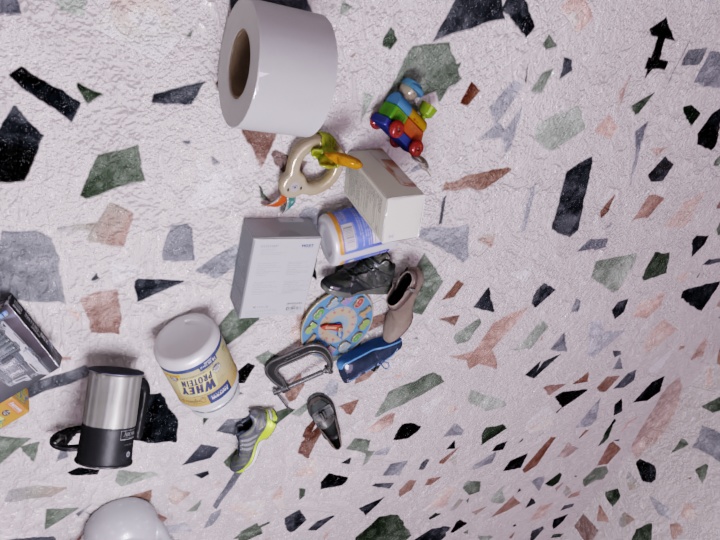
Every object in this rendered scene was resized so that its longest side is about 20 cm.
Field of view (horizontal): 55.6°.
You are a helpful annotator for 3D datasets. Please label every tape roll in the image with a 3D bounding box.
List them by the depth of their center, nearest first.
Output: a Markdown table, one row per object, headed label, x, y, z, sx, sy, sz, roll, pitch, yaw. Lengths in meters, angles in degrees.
| label | x | y | z | sx | sy | sz | roll | pitch | yaw |
| --- | --- | --- | --- | --- | --- | --- | --- | --- | --- |
| tape roll | -0.140 | -0.331 | 1.128 | 0.137 | 0.204 | 0.206 | 0 | 125 | -29 |

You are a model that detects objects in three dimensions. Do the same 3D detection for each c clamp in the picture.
| label | x | y | z | sx | sy | sz | roll | pitch | yaw |
| --- | --- | --- | --- | --- | --- | --- | --- | --- | --- |
| c clamp | -0.146 | 0.253 | 1.683 | 0.198 | 0.027 | 0.171 | -29 | 127 | 15 |

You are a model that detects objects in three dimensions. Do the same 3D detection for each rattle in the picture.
| label | x | y | z | sx | sy | sz | roll | pitch | yaw |
| --- | --- | --- | --- | --- | --- | --- | --- | --- | --- |
| rattle | -0.094 | -0.160 | 1.339 | 0.200 | 0.143 | 0.130 | -44 | 153 | 0 |

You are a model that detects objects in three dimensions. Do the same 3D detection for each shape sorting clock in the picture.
| label | x | y | z | sx | sy | sz | roll | pitch | yaw |
| --- | --- | --- | --- | --- | --- | --- | --- | --- | --- |
| shape sorting clock | -0.055 | 0.132 | 1.656 | 0.196 | 0.039 | 0.203 | -16 | 131 | -19 |

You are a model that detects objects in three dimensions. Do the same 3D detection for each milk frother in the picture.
| label | x | y | z | sx | sy | sz | roll | pitch | yaw |
| --- | --- | --- | --- | --- | --- | --- | --- | --- | --- |
| milk frother | -0.557 | 0.296 | 1.435 | 0.195 | 0.181 | 0.193 | 8 | 87 | -2 |

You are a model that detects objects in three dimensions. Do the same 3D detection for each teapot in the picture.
| label | x | y | z | sx | sy | sz | roll | pitch | yaw |
| --- | --- | --- | --- | --- | --- | --- | --- | --- | --- |
| teapot | -0.591 | 0.679 | 1.698 | 0.200 | 0.147 | 0.197 | -44 | 134 | 9 |

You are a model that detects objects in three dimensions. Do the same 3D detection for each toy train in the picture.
| label | x | y | z | sx | sy | sz | roll | pitch | yaw |
| --- | --- | --- | --- | --- | --- | --- | --- | --- | --- |
| toy train | 0.118 | -0.293 | 1.402 | 0.199 | 0.084 | 0.117 | 33 | 91 | -43 |

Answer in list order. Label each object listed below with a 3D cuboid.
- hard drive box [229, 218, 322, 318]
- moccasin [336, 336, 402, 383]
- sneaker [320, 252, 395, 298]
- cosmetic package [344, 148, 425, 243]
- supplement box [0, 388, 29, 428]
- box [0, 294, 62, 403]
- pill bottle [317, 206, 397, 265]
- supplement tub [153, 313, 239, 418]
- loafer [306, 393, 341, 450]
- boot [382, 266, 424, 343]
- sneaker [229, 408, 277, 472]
| label | x | y | z | sx | sy | sz | roll | pitch | yaw |
| --- | --- | --- | --- | --- | --- | --- | --- | --- | --- |
| hard drive box | -0.181 | -0.005 | 1.447 | 0.153 | 0.077 | 0.203 | -2 | 126 | -29 |
| moccasin | 0.022 | 0.224 | 1.733 | 0.197 | 0.080 | 0.070 | -19 | 109 | -28 |
| sneaker | 0.000 | 0.000 | 1.561 | 0.196 | 0.076 | 0.116 | -3 | 124 | -32 |
| cosmetic package | 0.044 | -0.154 | 1.374 | 0.086 | 0.201 | 0.105 | -9 | 130 | -22 |
| supplement box | -0.762 | 0.292 | 1.349 | 0.198 | 0.069 | 0.067 | -33 | 137 | -7 |
| box | -0.691 | 0.165 | 1.272 | 0.198 | 0.050 | 0.160 | -30 | 117 | -6 |
| pill bottle | 0.015 | -0.088 | 1.473 | 0.196 | 0.112 | 0.114 | -16 | 131 | -20 |
| supplement tub | -0.346 | 0.209 | 1.472 | 0.142 | 0.145 | 0.202 | -24 | 133 | -11 |
| loafer | -0.087 | 0.408 | 1.837 | 0.071 | 0.063 | 0.202 | -28 | 134 | -8 |
| boot | 0.091 | 0.082 | 1.643 | 0.203 | 0.069 | 0.146 | -65 | 162 | 3 |
| sneaker | -0.290 | 0.427 | 1.738 | 0.080 | 0.074 | 0.202 | 22 | 106 | -30 |
